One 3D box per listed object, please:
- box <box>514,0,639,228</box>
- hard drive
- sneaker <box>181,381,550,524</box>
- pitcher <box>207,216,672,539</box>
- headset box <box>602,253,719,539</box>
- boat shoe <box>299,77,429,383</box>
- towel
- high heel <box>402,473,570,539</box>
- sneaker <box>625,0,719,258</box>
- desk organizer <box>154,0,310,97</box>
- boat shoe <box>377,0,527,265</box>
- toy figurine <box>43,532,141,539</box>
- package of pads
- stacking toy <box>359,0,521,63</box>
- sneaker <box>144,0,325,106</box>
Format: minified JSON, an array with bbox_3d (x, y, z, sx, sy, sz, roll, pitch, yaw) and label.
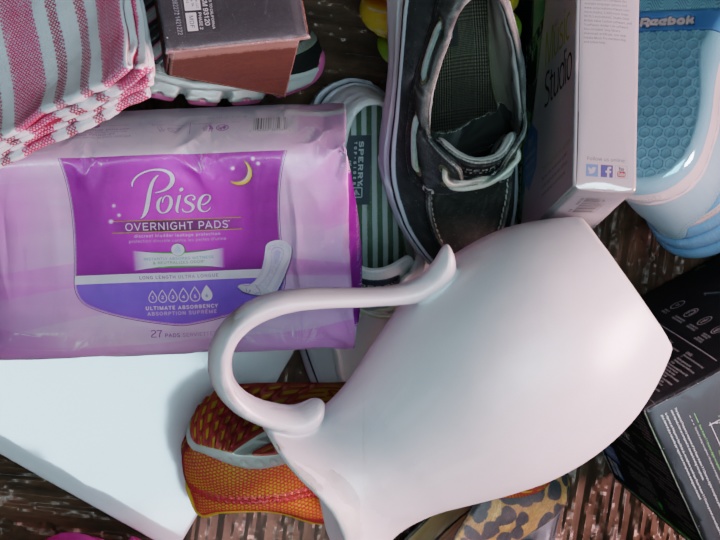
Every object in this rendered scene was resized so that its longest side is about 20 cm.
[{"bbox_3d":[0.109,-0.121,1.514,0.036,0.144,0.201,5,77,-8],"label":"box"},{"bbox_3d":[-0.151,0.044,1.577,0.200,0.027,0.132,31,91,-14],"label":"hard drive"},{"bbox_3d":[0.004,0.099,1.573,0.199,0.073,0.077,3,137,-4],"label":"sneaker"},{"bbox_3d":[0.039,0.045,1.460,0.200,0.121,0.172,-35,120,2],"label":"pitcher"},{"bbox_3d":[0.228,0.048,1.580,0.199,0.174,0.093,-28,105,-7],"label":"headset box"},{"bbox_3d":[0.000,0.000,1.580,0.073,0.067,0.201,-11,101,-9],"label":"boat shoe"},{"bbox_3d":[-0.202,-0.116,1.471,0.199,0.030,0.147,-23,63,14],"label":"towel"},{"bbox_3d":[0.019,0.144,1.599,0.199,0.071,0.143,-2,106,-28],"label":"high heel"},{"bbox_3d":[0.187,-0.098,1.606,0.131,0.079,0.201,54,51,-51],"label":"sneaker"},{"bbox_3d":[-0.081,-0.187,1.485,0.071,0.077,0.201,-7,70,-11],"label":"desk organizer"},{"bbox_3d":[0.048,-0.071,1.491,0.072,0.071,0.201,-17,127,-10],"label":"boat shoe"},{"bbox_3d":[-0.173,0.223,1.561,0.184,0.150,0.201,-25,125,-16],"label":"toy figurine"},{"bbox_3d":[-0.099,-0.021,1.505,0.199,0.076,0.121,-2,112,1],"label":"package of pads"},{"bbox_3d":[0.046,-0.124,1.552,0.109,0.116,0.201,-21,113,-28],"label":"stacking toy"},{"bbox_3d":[-0.113,-0.139,1.531,0.199,0.074,0.088,8,103,-8],"label":"sneaker"}]
